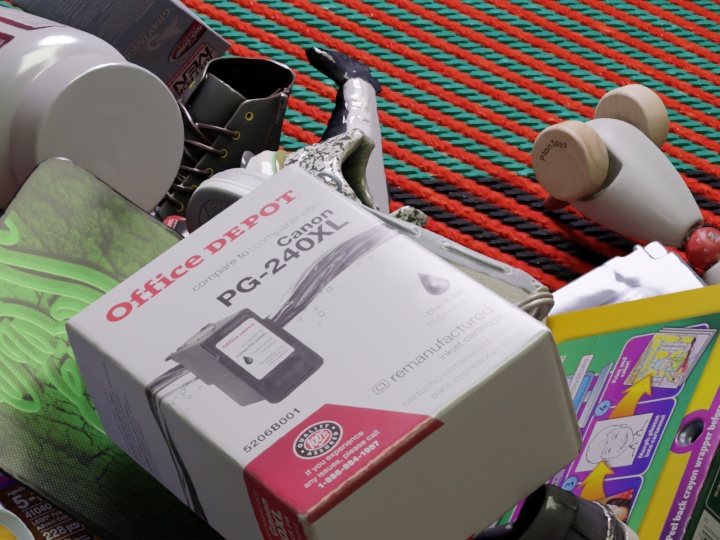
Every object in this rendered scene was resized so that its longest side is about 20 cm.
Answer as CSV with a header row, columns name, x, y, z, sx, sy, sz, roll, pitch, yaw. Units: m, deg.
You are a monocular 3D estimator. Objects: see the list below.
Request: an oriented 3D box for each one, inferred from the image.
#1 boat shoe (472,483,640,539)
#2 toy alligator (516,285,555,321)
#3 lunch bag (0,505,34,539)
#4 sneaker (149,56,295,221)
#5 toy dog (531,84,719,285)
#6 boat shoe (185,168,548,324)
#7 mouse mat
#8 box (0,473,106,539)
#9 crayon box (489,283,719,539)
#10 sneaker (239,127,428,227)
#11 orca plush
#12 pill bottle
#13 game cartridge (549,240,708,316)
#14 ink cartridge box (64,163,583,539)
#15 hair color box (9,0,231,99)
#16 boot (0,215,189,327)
name,x,y,z,sx,sy,sz,roll,pitch,yaw
boat shoe,0.038,0.145,1.078,0.063,0.200,0.073,42,44,-28
toy alligator,0.044,0.098,1.152,0.054,0.200,0.059,46,9,30
lunch bag,-0.232,0.158,1.001,0.169,0.127,0.200,-24,61,-40
sneaker,-0.117,-0.057,1.333,0.075,0.106,0.200,32,39,17
toy dog,0.179,-0.020,1.451,0.132,0.096,0.200,-2,57,-30
boat shoe,0.005,-0.003,1.202,0.202,0.074,0.065,22,43,-3
mouse mat,-0.112,0.052,1.133,0.200,0.008,0.161,33,62,-5
box,-0.101,0.111,1.183,0.200,0.039,0.137,-19,50,-39
crayon box,0.131,0.105,1.133,0.058,0.172,0.200,43,57,-25
sneaker,0.000,0.000,1.259,0.077,0.089,0.200,32,31,-60
orca plush,-0.026,-0.047,1.387,0.071,0.105,0.200,-15,63,17
pill bottle,-0.188,-0.088,1.281,0.109,0.110,0.200,-11,20,-33
game cartridge,0.124,0.074,1.271,0.200,0.041,0.133,-29,49,-14
ink cartridge box,-0.021,0.052,1.045,0.145,0.083,0.200,-36,43,-20
hair color box,-0.173,-0.179,1.413,0.099,0.061,0.200,44,6,29
boot,-0.146,0.010,1.215,0.200,0.072,0.144,13,32,-15
